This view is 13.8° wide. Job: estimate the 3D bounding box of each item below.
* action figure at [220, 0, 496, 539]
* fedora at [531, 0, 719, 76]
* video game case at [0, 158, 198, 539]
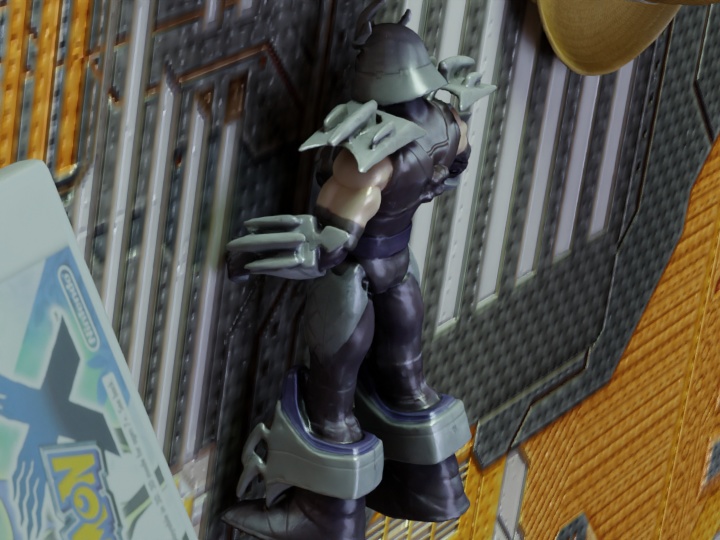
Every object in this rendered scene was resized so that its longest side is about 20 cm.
[{"bbox_3d":[0.000,0.000,1.055,0.130,0.069,0.201,-23,124,-49],"label":"action figure"},{"bbox_3d":[0.140,-0.161,1.201,0.201,0.082,0.201,-45,146,-43],"label":"fedora"},{"bbox_3d":[-0.109,0.089,0.824,0.182,0.022,0.201,-33,105,-53],"label":"video game case"}]
